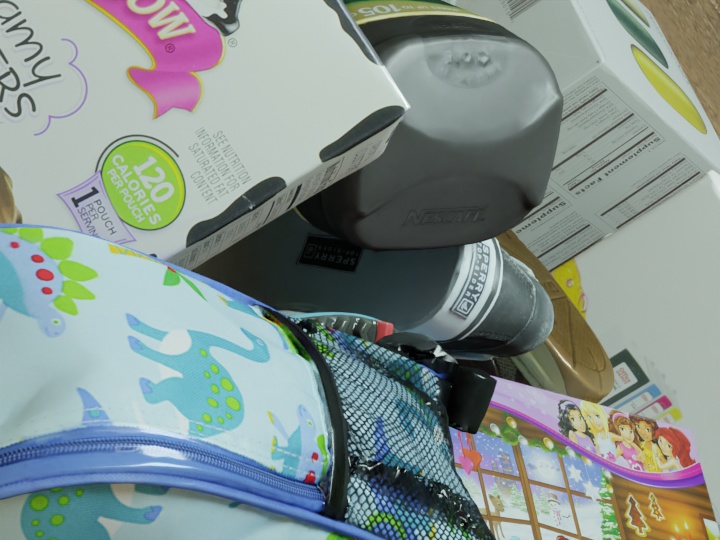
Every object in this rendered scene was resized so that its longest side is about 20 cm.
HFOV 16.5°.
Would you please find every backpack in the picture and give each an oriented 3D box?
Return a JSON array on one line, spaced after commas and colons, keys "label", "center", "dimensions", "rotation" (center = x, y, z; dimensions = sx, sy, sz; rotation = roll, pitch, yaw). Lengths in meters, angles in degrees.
[{"label": "backpack", "center": [-0.071, 0.087, 0.619], "dimensions": [0.200, 0.183, 0.147], "rotation": [29, 31, -47]}]

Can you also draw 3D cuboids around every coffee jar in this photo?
[{"label": "coffee jar", "center": [-0.017, -0.075, 0.946], "dimensions": [0.104, 0.085, 0.200], "rotation": [-5, 24, -36]}]

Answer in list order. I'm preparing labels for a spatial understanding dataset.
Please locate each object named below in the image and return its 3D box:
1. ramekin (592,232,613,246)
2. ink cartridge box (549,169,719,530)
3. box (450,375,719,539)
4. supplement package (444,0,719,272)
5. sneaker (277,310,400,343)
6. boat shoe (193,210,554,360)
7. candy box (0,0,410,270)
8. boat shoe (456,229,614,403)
[{"label": "ramekin", "center": [0.151, 0.089, 1.359], "dimensions": [0.200, 0.098, 0.200], "rotation": [49, 19, -23]}, {"label": "ink cartridge box", "center": [0.136, 0.072, 1.173], "dimensions": [0.145, 0.200, 0.147], "rotation": [63, 18, 17]}, {"label": "box", "center": [0.047, 0.101, 0.854], "dimensions": [0.200, 0.039, 0.137], "rotation": [16, 48, -35]}, {"label": "supplement package", "center": [0.095, -0.097, 1.443], "dimensions": [0.200, 0.151, 0.152], "rotation": [33, 29, -53]}, {"label": "sneaker", "center": [-0.015, 0.061, 0.956], "dimensions": [0.200, 0.096, 0.079], "rotation": [30, 75, -57]}, {"label": "boat shoe", "center": [0.001, -0.003, 1.017], "dimensions": [0.068, 0.074, 0.199], "rotation": [28, -13, -38]}, {"label": "candy box", "center": [-0.114, -0.059, 0.717], "dimensions": [0.168, 0.200, 0.072], "rotation": [57, -9, 3]}, {"label": "boat shoe", "center": [0.027, -0.006, 1.082], "dimensions": [0.200, 0.072, 0.072], "rotation": [54, 24, 17]}]
